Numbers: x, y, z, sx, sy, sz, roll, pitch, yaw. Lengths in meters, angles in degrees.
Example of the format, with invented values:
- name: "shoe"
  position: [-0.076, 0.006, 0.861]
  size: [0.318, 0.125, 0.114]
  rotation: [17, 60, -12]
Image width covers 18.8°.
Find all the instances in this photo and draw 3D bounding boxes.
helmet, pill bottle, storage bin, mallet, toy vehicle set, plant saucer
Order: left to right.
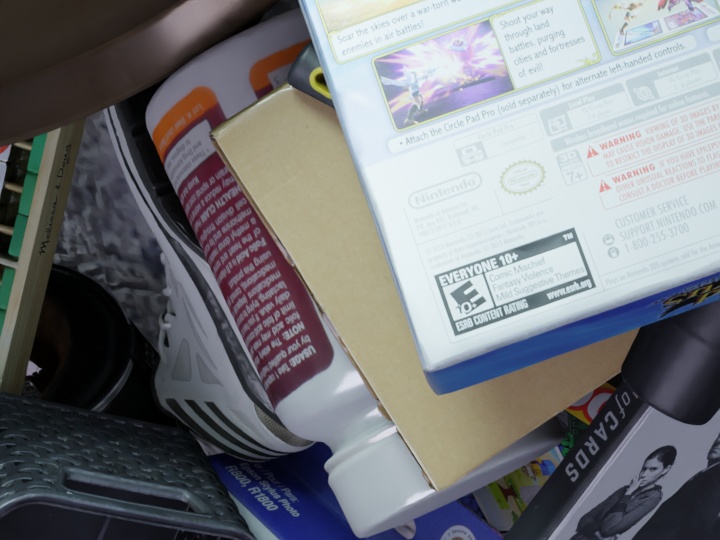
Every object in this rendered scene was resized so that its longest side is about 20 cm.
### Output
- name: "toy vehicle set"
  position: [-0.194, -0.049, 0.999]
  size: [0.124, 0.027, 0.200]
  rotation: [15, 96, 15]
- name: "helmet"
  position: [-0.184, 0.109, 1.101]
  size: [0.200, 0.200, 0.191]
  rotation: [14, 132, 17]
- name: "storage bin"
  position: [-0.145, 0.169, 0.981]
  size: [0.135, 0.094, 0.200]
  rotation: [14, 110, -29]
- name: "plant saucer"
  position: [-0.098, -0.102, 0.811]
  size: [0.200, 0.200, 0.030]
  rotation: [-36, 78, 43]
- name: "pill bottle"
  position: [0.000, 0.000, 0.902]
  size: [0.114, 0.114, 0.200]
  rotation: [-34, 77, 43]
- name: "mallet"
  position: [0.065, -0.030, 0.785]
  size: [0.200, 0.041, 0.066]
  rotation: [41, 109, 5]

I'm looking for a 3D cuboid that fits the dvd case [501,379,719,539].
- name: "dvd case"
  position: [0.157, 0.065, 0.869]
  size: [0.150, 0.025, 0.200]
  rotation: [16, 117, -39]

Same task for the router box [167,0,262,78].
- name: "router box"
  position: [-0.114, -0.182, 0.903]
  size: [0.200, 0.051, 0.149]
  rotation: [32, 134, -1]

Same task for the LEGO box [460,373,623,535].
- name: "LEGO box"
  position: [0.116, 0.092, 1.004]
  size: [0.149, 0.077, 0.200]
  rotation: [-16, 119, 37]

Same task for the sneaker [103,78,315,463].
- name: "sneaker"
  position: [-0.082, 0.001, 0.997]
  size: [0.115, 0.076, 0.201]
  rotation: [-35, 80, 46]

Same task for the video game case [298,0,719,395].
- name: "video game case"
  position: [0.089, -0.075, 0.754]
  size: [0.200, 0.182, 0.045]
  rotation: [-19, 163, 2]

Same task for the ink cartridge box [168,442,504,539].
- name: "ink cartridge box"
  position: [-0.028, 0.171, 0.987]
  size: [0.196, 0.043, 0.200]
  rotation: [35, 111, 48]

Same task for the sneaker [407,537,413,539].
- name: "sneaker"
  position: [0.075, 0.178, 0.985]
  size: [0.200, 0.085, 0.077]
  rotation: [8, 131, 22]

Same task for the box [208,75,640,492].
- name: "box"
  position: [0.067, -0.038, 0.831]
  size: [0.164, 0.200, 0.021]
  rotation: [57, 174, -4]
